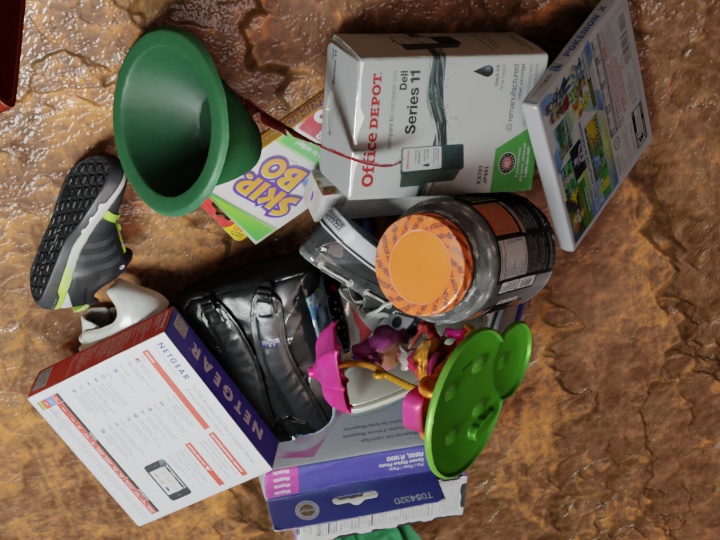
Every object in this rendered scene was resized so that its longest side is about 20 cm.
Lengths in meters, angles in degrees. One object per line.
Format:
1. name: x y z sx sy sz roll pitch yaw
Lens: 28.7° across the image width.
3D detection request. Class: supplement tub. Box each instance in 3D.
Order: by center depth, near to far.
1. supplement tub: 0.104 -0.014 1.392 0.123 0.123 0.200 -52 160 24

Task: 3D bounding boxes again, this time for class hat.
1. hat: -0.110 -0.131 1.326 0.176 0.200 0.166 -6 150 -44

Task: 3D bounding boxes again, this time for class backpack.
1. backpack: -0.089 0.086 1.504 0.163 0.154 0.200 -15 105 14

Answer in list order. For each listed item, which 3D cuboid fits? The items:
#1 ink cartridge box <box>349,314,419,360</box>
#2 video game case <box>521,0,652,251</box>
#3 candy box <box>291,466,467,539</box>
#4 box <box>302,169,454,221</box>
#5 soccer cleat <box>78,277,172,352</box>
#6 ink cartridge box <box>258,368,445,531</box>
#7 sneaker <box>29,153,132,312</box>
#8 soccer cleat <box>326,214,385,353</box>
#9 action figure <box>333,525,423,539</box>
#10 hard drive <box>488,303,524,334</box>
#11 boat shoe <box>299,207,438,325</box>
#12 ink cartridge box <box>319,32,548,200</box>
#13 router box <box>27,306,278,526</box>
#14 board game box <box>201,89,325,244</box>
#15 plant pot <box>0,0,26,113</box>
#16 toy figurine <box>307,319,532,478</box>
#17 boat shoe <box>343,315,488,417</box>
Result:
1. ink cartridge box: 0.084 0.045 1.560 0.200 0.039 0.099 -50 143 9
2. video game case: 0.233 -0.150 1.426 0.182 0.022 0.200 -52 141 -28
3. candy box: 0.002 0.217 1.630 0.199 0.168 0.072 -9 130 -12
4. box: 0.039 -0.084 1.454 0.199 0.039 0.041 -7 141 -25
5. soccer cleat: -0.270 0.086 1.505 0.086 0.070 0.200 31 121 -9
6. ink cartridge box: -0.023 0.187 1.575 0.196 0.200 0.043 -9 131 -13
7. sneaker: -0.262 -0.036 1.401 0.083 0.072 0.200 8 134 -34
8. soccer cleat: 0.000 0.000 1.525 0.073 0.068 0.200 -23 135 -26
9. action figure: -0.002 0.299 1.776 0.118 0.055 0.200 -23 126 2
10. hard drive: 0.146 0.095 1.565 0.025 0.200 0.132 22 124 2
11. boat shoe: 0.014 0.014 1.438 0.068 0.074 0.199 -46 136 6
12. ink cartridge box: 0.069 -0.151 1.371 0.199 0.083 0.147 -5 115 -19
13. router box: -0.214 0.157 1.471 0.179 0.049 0.200 -25 116 20
14. board game box: -0.070 -0.105 1.431 0.200 0.030 0.096 -33 131 12
15. plant pot: -0.403 -0.209 1.125 0.176 0.200 0.200 -28 133 20
16. toy figurine: 0.045 0.092 1.404 0.200 0.184 0.150 -39 136 -43
17. boat shoe: 0.058 0.109 1.506 0.200 0.073 0.062 -31 139 -27
